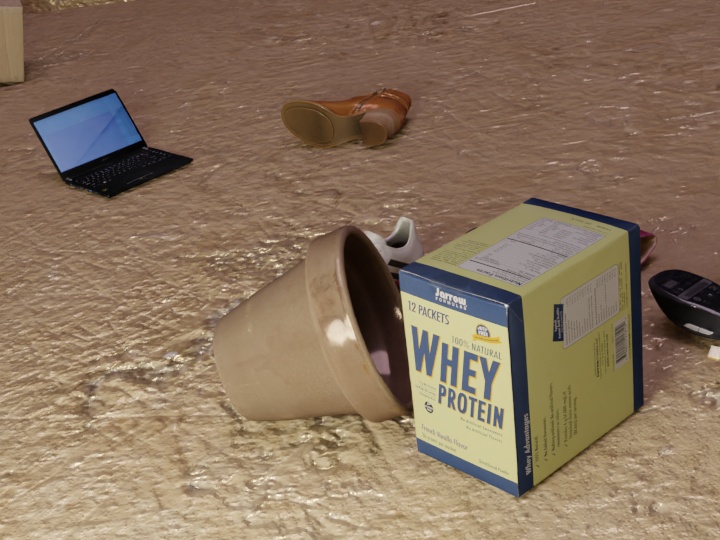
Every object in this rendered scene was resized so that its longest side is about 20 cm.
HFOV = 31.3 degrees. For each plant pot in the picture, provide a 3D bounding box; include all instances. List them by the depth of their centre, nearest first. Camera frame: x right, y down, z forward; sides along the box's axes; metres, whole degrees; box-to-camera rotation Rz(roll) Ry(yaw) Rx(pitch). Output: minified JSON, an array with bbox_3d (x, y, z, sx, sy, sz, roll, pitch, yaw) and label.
[{"bbox_3d":[-0.053,0.076,1.318,0.172,0.202,0.201,-20,22,15],"label":"plant pot"}]

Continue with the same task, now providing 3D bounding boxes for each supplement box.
[{"bbox_3d":[0.158,0.067,1.227,0.198,0.203,0.133,-26,30,-37],"label":"supplement box"}]

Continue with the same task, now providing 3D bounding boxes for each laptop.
[{"bbox_3d":[-0.406,-0.211,2.096,0.198,0.105,0.176,17,35,43],"label":"laptop"}]

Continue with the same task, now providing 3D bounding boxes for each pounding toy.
[{"bbox_3d":[-0.795,-0.488,2.733,0.140,0.187,0.200,-3,22,-19],"label":"pounding toy"}]

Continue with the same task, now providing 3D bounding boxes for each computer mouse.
[{"bbox_3d":[0.380,0.067,1.354,0.198,0.047,0.140,23,33,29],"label":"computer mouse"}]

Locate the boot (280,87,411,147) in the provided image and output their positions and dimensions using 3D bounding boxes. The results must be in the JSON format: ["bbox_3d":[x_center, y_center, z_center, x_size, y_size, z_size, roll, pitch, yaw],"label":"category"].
[{"bbox_3d":[-0.019,-0.268,2.132,0.197,0.078,0.156,4,29,19],"label":"boot"}]

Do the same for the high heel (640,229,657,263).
[{"bbox_3d":[0.304,-0.003,1.504,0.094,0.068,0.200,-5,15,12],"label":"high heel"}]

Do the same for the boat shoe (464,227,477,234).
[{"bbox_3d":[0.149,-0.002,1.547,0.092,0.076,0.200,-2,17,30],"label":"boat shoe"}]

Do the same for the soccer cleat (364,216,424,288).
[{"bbox_3d":[0.000,0.000,1.552,0.199,0.086,0.068,-26,31,-35],"label":"soccer cleat"}]
